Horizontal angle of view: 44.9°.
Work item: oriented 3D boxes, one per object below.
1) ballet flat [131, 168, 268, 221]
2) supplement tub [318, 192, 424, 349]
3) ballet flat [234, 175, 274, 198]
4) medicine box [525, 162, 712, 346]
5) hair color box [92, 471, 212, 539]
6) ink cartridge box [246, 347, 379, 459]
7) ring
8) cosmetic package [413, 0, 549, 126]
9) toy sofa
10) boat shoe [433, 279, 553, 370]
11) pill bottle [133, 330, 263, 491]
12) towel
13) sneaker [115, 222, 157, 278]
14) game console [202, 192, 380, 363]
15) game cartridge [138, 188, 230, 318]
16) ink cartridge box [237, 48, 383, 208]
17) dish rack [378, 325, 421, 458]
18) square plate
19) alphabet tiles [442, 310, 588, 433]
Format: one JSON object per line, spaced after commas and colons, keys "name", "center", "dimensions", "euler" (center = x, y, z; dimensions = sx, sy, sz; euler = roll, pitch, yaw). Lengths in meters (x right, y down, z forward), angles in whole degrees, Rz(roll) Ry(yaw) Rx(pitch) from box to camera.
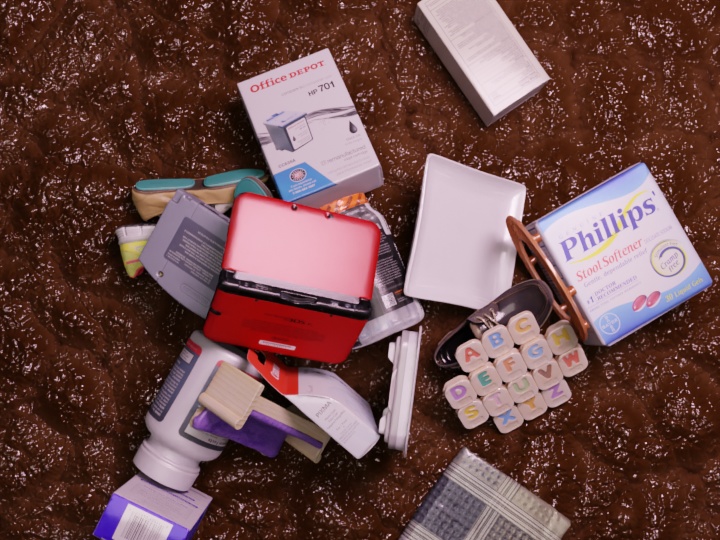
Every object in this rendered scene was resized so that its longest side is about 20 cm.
{"name": "ballet flat", "center": [-0.231, -0.108, 1.275], "dimensions": [0.199, 0.069, 0.063], "euler": [-5, 114, 1]}
{"name": "supplement tub", "center": [0.000, 0.000, 1.234], "dimensions": [0.122, 0.123, 0.201], "euler": [-22, 88, -3]}
{"name": "ballet flat", "center": [-0.117, -0.040, 1.226], "dimensions": [0.067, 0.064, 0.200], "euler": [-32, 75, 20]}
{"name": "medicine box", "center": [0.364, -0.021, 1.253], "dimensions": [0.182, 0.103, 0.200], "euler": [-30, 88, -3]}
{"name": "hair color box", "center": [-0.272, 0.328, 1.167], "dimensions": [0.109, 0.200, 0.065], "euler": [26, 88, 0]}
{"name": "ink cartridge box", "center": [-0.065, 0.155, 1.189], "dimensions": [0.200, 0.160, 0.047], "euler": [44, 93, -8]}
{"name": "ring", "center": [0.260, 0.008, 1.199], "dimensions": [0.019, 0.200, 0.201], "euler": [-32, 88, 2]}
{"name": "cosmetic package", "center": [0.176, -0.327, 1.283], "dimensions": [0.103, 0.073, 0.200], "euler": [-33, 88, -3]}
{"name": "toy sofa", "center": [-0.128, 0.207, 1.176], "dimensions": [0.083, 0.200, 0.098], "euler": [25, 81, 38]}
{"name": "boat shoe", "center": [0.183, 0.086, 1.214], "dimensions": [0.200, 0.073, 0.075], "euler": [-42, 78, 29]}
{"name": "pill bottle", "center": [-0.229, 0.197, 1.218], "dimensions": [0.119, 0.120, 0.200], "euler": [30, 86, 1]}
{"name": "towel", "center": [0.176, 0.387, 1.263], "dimensions": [0.200, 0.035, 0.193], "euler": [35, 83, 3]}
{"name": "sneaker", "center": [-0.251, -0.025, 1.260], "dimensions": [0.199, 0.078, 0.091], "euler": [-1, 95, 4]}
{"name": "game console", "center": [-0.090, 0.015, 1.142], "dimensions": [0.199, 0.173, 0.119], "euler": [13, 45, -15]}
{"name": "game cartridge", "center": [-0.199, -0.005, 1.188], "dimensions": [0.200, 0.042, 0.133], "euler": [33, 103, 10]}
{"name": "ink cartridge box", "center": [-0.072, -0.193, 1.242], "dimensions": [0.146, 0.086, 0.200], "euler": [-23, 75, -2]}
{"name": "dish rack", "center": [0.055, 0.158, 1.187], "dimensions": [0.043, 0.200, 0.172], "euler": [8, 86, 3]}
{"name": "square plate", "center": [0.148, -0.047, 1.247], "dimensions": [0.200, 0.028, 0.199], "euler": [13, 85, -36]}
{"name": "alphabet tiles", "center": [0.218, 0.148, 1.219], "dimensions": [0.200, 0.015, 0.196], "euler": [-29, 126, 4]}
